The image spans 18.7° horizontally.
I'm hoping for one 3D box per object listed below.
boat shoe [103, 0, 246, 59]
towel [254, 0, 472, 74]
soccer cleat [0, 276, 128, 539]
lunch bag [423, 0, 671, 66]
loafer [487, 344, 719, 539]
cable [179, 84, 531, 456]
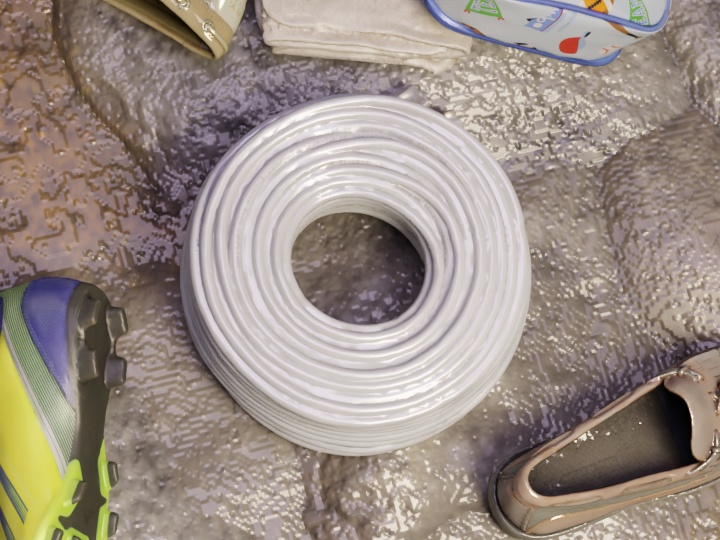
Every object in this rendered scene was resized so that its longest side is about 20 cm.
[{"bbox_3d":[-0.161,-0.185,1.264,0.201,0.073,0.063,22,68,-8],"label":"boat shoe"},{"bbox_3d":[0.006,-0.217,1.314,0.132,0.034,0.200,6,72,-7],"label":"towel"},{"bbox_3d":[-0.178,0.102,1.194,0.084,0.065,0.200,0,76,24],"label":"soccer cleat"},{"bbox_3d":[0.106,-0.228,1.290,0.160,0.076,0.200,10,70,-24],"label":"lunch bag"},{"bbox_3d":[0.167,0.094,1.229,0.200,0.063,0.072,-25,78,-13],"label":"loafer"},{"bbox_3d":[0.000,0.000,1.231,0.200,0.069,0.200,-22,78,-13],"label":"cable"}]
